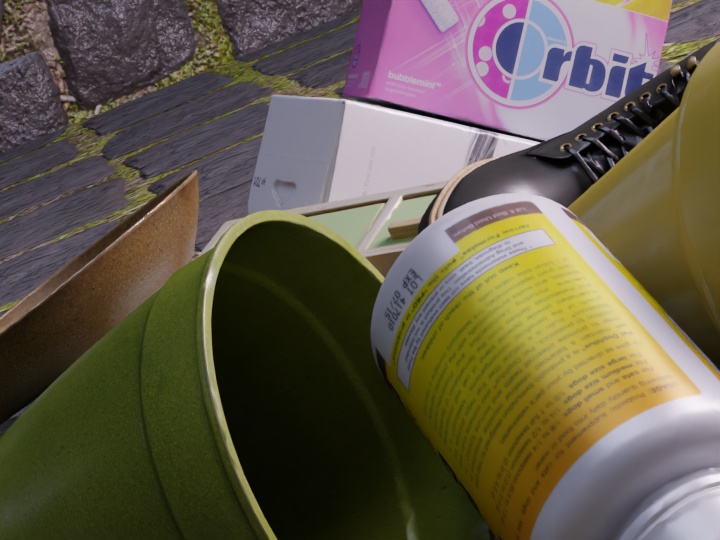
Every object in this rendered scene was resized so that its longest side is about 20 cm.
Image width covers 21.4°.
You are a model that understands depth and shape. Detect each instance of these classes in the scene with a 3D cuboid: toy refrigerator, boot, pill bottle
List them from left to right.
[{"bbox_3d":[0.000,0.000,1.072,0.199,0.070,0.076,-8,29,31],"label":"toy refrigerator"},{"bbox_3d":[0.090,0.064,0.752,0.109,0.110,0.200,-24,43,-13],"label":"pill bottle"},{"bbox_3d":[0.127,-0.063,0.971,0.200,0.078,0.138,-28,-12,-49],"label":"boot"}]

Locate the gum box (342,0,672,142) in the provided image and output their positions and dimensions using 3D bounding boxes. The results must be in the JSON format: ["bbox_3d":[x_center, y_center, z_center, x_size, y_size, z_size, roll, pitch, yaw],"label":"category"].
[{"bbox_3d":[0.100,-0.144,1.226,0.198,0.114,0.066,12,2,-17],"label":"gum box"}]

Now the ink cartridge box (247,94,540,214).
[{"bbox_3d":[0.046,-0.053,1.230,0.199,0.087,0.146,12,2,-23],"label":"ink cartridge box"}]

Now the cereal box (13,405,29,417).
[{"bbox_3d":[-0.087,0.056,1.023,0.143,0.040,0.199,9,-29,-43],"label":"cereal box"}]

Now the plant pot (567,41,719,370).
[{"bbox_3d":[0.188,-0.004,0.854,0.200,0.202,0.189,-33,2,-40],"label":"plant pot"}]

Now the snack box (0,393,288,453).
[{"bbox_3d":[-0.113,0.102,0.992,0.199,0.053,0.142,-17,-19,13],"label":"snack box"}]

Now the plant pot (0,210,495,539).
[{"bbox_3d":[-0.076,0.105,0.827,0.192,0.201,0.200,-26,10,27],"label":"plant pot"}]

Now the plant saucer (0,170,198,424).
[{"bbox_3d":[-0.147,0.027,0.917,0.200,0.036,0.200,-38,7,6],"label":"plant saucer"}]
